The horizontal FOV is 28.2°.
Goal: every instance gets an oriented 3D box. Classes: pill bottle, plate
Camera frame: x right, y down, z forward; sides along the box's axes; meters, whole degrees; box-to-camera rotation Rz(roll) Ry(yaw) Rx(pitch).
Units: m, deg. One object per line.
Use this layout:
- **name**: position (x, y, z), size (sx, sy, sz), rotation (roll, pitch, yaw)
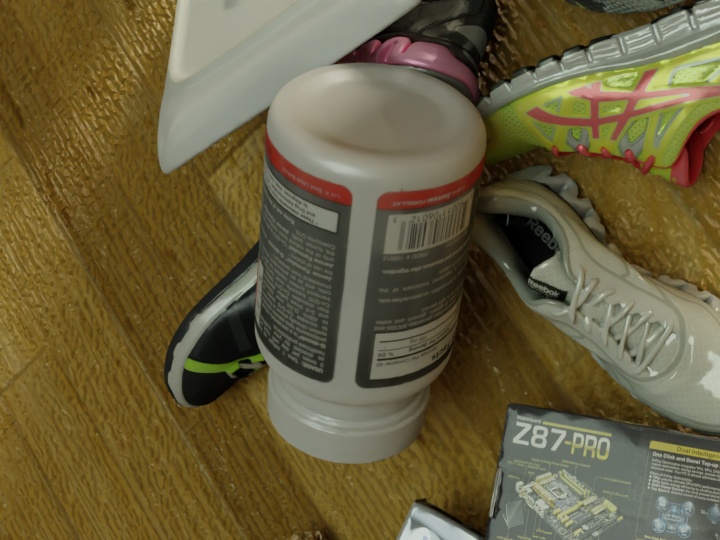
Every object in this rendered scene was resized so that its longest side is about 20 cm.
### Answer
- **pill bottle**: position (0.000, 0.000, 0.782), size (0.115, 0.116, 0.202), rotation (27, 130, 26)
- **plate**: position (-0.047, -0.177, 0.841), size (0.199, 0.032, 0.201), rotation (-29, 39, 28)

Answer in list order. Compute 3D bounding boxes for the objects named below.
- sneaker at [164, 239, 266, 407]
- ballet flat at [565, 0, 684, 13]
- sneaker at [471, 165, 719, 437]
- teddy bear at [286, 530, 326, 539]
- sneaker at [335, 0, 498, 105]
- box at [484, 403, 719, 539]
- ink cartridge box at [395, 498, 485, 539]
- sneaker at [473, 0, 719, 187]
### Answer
- **sneaker**: position (-0.046, 0.031, 0.894), size (0.083, 0.071, 0.200), rotation (49, 115, 17)
- **ballet flat**: position (0.102, -0.179, 0.766), size (0.199, 0.072, 0.073), rotation (23, 105, 47)
- **sneaker**: position (0.134, 0.020, 0.782), size (0.200, 0.081, 0.076), rotation (41, 109, 21)
- **teddy bear**: position (-0.039, 0.245, 0.902), size (0.199, 0.067, 0.146), rotation (31, 105, 25)
- **sneaker**: position (0.000, -0.142, 0.868), size (0.198, 0.079, 0.096), rotation (10, 68, 37)
- **box**: position (0.162, 0.166, 0.753), size (0.198, 0.049, 0.163), rotation (8, 87, 18)
- **ink cartridge box**: position (0.076, 0.265, 0.814), size (0.199, 0.043, 0.200), rotation (26, 93, 18)
- **sneaker**: position (0.146, -0.083, 0.774), size (0.198, 0.078, 0.091), rotation (-17, 92, 33)
